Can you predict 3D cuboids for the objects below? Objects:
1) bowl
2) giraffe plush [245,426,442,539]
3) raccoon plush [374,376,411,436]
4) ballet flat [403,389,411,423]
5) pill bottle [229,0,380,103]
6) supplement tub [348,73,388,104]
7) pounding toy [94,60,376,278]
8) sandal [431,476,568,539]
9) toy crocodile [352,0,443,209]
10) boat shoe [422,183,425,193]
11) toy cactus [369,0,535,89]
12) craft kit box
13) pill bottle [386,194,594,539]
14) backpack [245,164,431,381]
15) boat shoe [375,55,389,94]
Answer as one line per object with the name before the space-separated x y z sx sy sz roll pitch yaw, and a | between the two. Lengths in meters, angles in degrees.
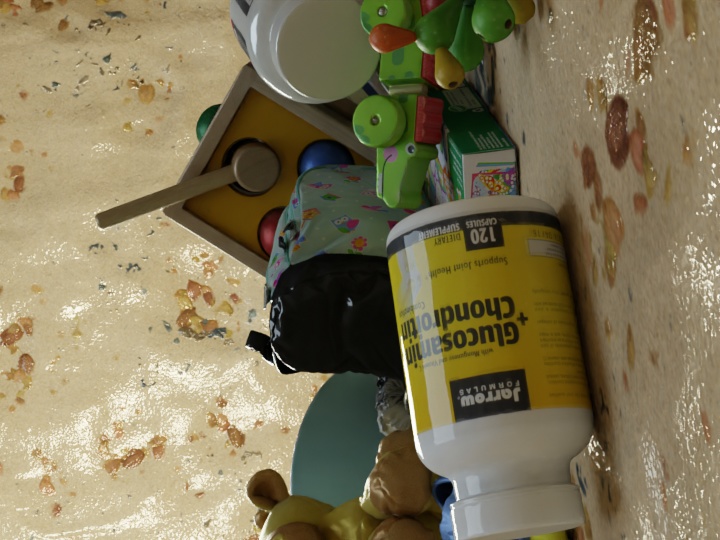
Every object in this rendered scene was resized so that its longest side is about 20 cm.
bowl | 0.039 0.185 1.451 0.200 0.105 0.202 -2 -87 -53
giraffe plush | -0.011 0.214 1.261 0.200 0.161 0.174 40 -135 -76
raccoon plush | 0.006 0.059 1.436 0.134 0.096 0.201 125 159 -67
ballet flat | 0.084 0.151 1.367 0.075 0.067 0.201 -73 -27 -50
pill bottle | -0.042 -0.197 1.292 0.200 0.110 0.111 -120 23 -69
supplement tub | -0.051 -0.109 1.582 0.145 0.200 0.145 48 170 11
pounding toy | -0.093 -0.080 1.419 0.185 0.199 0.142 -58 1 17
sandal | 0.092 0.153 1.176 0.200 0.087 0.080 -108 10 -74
toy crocodile | 0.038 -0.145 1.184 0.067 0.061 0.201 9 -96 -60
boat shoe | 0.059 -0.056 1.485 0.200 0.062 0.074 -169 98 -82
toy cactus | 0.064 -0.213 1.042 0.200 0.102 0.166 -82 -2 -69
craft kit box | 0.086 -0.029 1.248 0.200 0.048 0.198 -109 10 -68
pill bottle | 0.083 0.062 0.991 0.112 0.111 0.201 102 160 -75
backpack | 0.000 0.000 1.279 0.200 0.166 0.127 -100 24 -63
boat shoe | 0.037 -0.214 1.377 0.066 0.074 0.200 72 -177 -62
